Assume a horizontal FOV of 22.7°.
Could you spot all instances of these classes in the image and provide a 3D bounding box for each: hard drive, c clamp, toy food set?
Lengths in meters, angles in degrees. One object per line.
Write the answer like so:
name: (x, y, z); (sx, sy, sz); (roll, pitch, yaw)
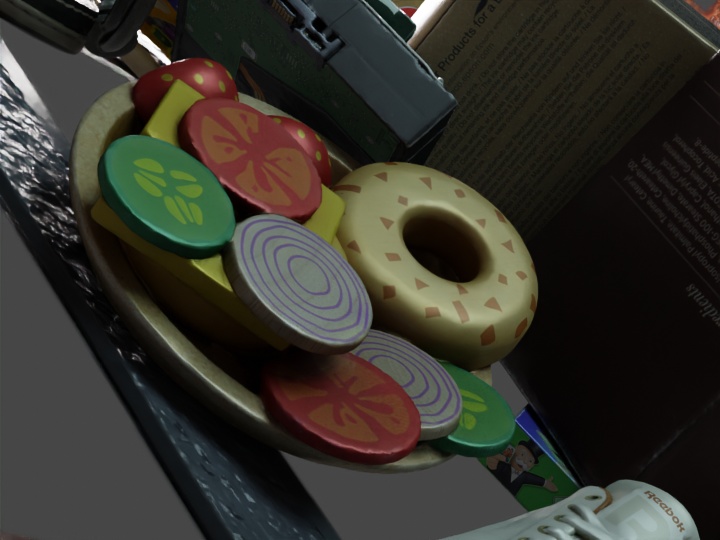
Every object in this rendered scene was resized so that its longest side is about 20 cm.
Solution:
hard drive: (-0.029, -0.084, 0.852); (0.140, 0.038, 0.200); (46, -17, 6)
c clamp: (-0.105, -0.180, 0.864); (0.027, 0.171, 0.201); (17, 49, -22)
toy food set: (-0.020, -0.004, 0.680); (0.200, 0.049, 0.198); (36, 31, -11)

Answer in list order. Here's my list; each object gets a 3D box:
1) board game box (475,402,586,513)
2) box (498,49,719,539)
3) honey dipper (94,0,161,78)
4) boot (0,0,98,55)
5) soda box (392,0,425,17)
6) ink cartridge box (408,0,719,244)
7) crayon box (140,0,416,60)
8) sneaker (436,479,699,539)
board game box: (0.130, 0.120, 0.931); (0.135, 0.029, 0.200); (46, 12, 6)
box: (0.198, 0.029, 0.908); (0.166, 0.200, 0.164); (35, 15, -41)
honey dipper: (-0.096, -0.089, 0.884); (0.200, 0.038, 0.038); (46, 11, 27)
boot: (-0.147, -0.210, 0.832); (0.073, 0.151, 0.200); (27, 22, -55)
soda box: (0.048, -0.162, 1.413); (0.200, 0.064, 0.068); (55, 0, -14)
ink cartridge box: (0.090, -0.083, 0.979); (0.165, 0.200, 0.075); (36, 22, -12)
crayon box: (-0.057, -0.131, 0.971); (0.126, 0.052, 0.200); (43, -16, -6)
sneaker: (0.072, 0.107, 0.646); (0.073, 0.085, 0.200); (49, 14, 17)
